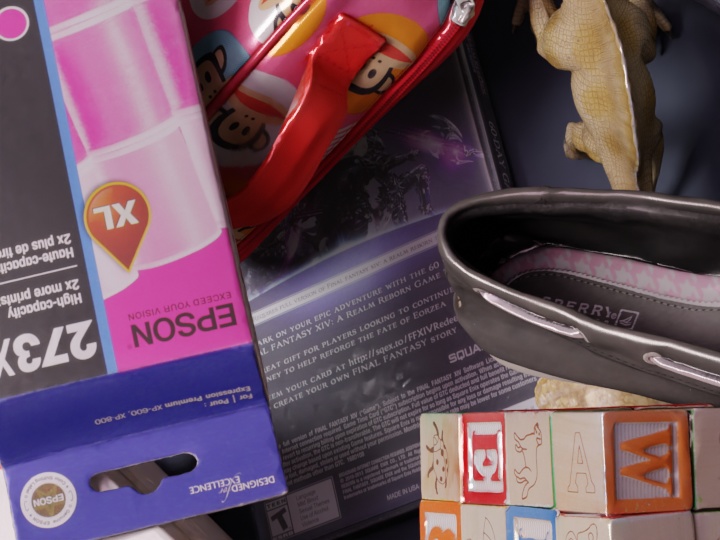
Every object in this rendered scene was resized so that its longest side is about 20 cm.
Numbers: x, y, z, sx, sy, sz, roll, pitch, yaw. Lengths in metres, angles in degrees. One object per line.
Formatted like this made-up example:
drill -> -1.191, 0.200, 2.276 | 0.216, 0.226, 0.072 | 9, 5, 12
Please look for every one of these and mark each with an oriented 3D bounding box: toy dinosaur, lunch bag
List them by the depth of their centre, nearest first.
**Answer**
toy dinosaur -> 0.085, -0.080, 0.743 | 0.058, 0.101, 0.200 | -14, 105, 4
lunch bag -> -0.043, -0.094, 0.803 | 0.200, 0.082, 0.176 | -43, 43, 29

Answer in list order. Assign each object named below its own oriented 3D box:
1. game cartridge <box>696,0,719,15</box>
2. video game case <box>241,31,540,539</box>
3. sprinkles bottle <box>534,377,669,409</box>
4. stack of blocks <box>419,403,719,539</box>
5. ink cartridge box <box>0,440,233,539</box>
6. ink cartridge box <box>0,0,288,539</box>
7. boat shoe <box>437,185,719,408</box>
game cartridge -> 0.157, -0.087, 0.679 | 0.200, 0.133, 0.041 | 35, 97, 28
video game case -> 0.000, 0.000, 0.842 | 0.143, 0.019, 0.200 | -24, 68, 28
sprinkles bottle -> 0.106, 0.129, 0.721 | 0.068, 0.068, 0.200 | -16, 73, 30
stack of blocks -> 0.071, 0.141, 0.646 | 0.115, 0.058, 0.200 | -7, 83, 64
ink cartridge box -> -0.123, 0.168, 0.777 | 0.147, 0.145, 0.200 | 41, 88, 19
ink cartridge box -> -0.091, -0.011, 0.724 | 0.095, 0.037, 0.200 | -13, 76, -2
boat shoe -> 0.112, 0.011, 0.664 | 0.200, 0.057, 0.067 | 6, 62, 33
